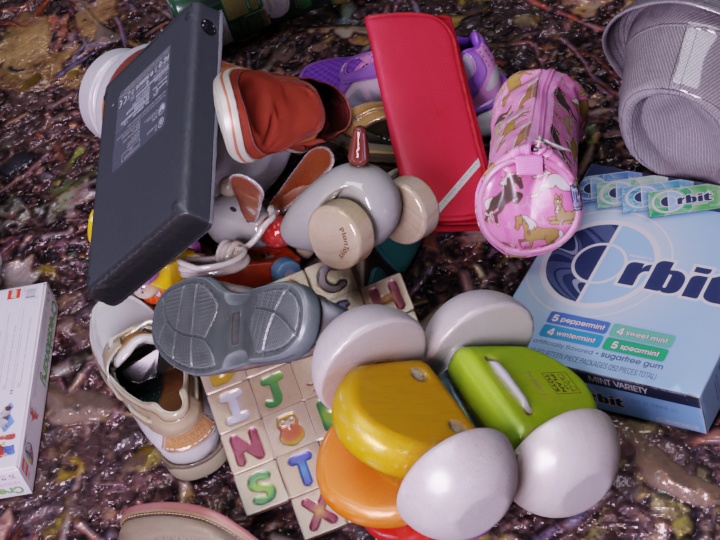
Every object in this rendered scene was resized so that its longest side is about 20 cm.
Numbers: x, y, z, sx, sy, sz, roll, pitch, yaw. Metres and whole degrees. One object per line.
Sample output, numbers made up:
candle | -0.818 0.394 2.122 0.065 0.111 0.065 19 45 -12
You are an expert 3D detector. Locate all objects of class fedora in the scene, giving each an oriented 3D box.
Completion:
fedora | 0.255 -0.119 1.426 0.176 0.200 0.091 16 70 19

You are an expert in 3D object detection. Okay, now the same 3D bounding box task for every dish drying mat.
dish drying mat | 0.057 -0.120 1.506 0.076 0.018 0.201 -2 61 -16

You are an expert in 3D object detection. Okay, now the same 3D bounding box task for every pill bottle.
pill bottle | -0.154 -0.130 1.616 0.112 0.113 0.200 -41 36 -21

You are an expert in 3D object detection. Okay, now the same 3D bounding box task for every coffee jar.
coffee jar | -0.085 -0.276 1.767 0.199 0.086 0.105 -20 43 -1

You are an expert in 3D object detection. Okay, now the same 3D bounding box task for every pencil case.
pencil case | 0.133 -0.087 1.458 0.086 0.083 0.200 -34 16 21

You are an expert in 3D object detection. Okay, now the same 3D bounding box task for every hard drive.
hard drive | -0.157 -0.089 1.461 0.139 0.033 0.201 -36 42 41

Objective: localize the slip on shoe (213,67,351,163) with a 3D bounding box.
slip on shoe | -0.061 -0.122 1.463 0.061 0.075 0.200 -14 -3 20

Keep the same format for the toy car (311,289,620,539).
toy car | 0.061 0.117 1.269 0.199 0.150 0.175 -8 43 -32

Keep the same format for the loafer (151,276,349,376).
loafer | -0.076 0.043 1.357 0.200 0.063 0.072 -1 80 53

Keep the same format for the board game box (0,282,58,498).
board game box | -0.311 0.099 1.507 0.126 0.035 0.201 -10 44 9

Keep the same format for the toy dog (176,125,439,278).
toy dog | -0.043 -0.059 1.423 0.199 0.097 0.132 -3 14 22

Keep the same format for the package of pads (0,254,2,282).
package of pads | -0.392 -0.044 1.560 0.154 0.201 0.068 -15 41 4

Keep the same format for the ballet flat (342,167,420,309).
ballet flat | 0.000 0.000 1.478 0.069 0.070 0.201 -1 46 19

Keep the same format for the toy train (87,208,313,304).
toy train | -0.136 -0.011 1.548 0.150 0.056 0.200 -10 25 -29

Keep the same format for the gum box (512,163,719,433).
gum box | 0.209 0.015 1.396 0.169 0.045 0.200 11 51 30

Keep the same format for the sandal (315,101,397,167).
sandal | 0.011 -0.116 1.571 0.199 0.080 0.054 18 98 38

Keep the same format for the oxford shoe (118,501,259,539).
oxford shoe | -0.093 0.213 1.290 0.199 0.071 0.075 13 57 32

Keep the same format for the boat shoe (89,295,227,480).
boat shoe | -0.158 0.071 1.455 0.075 0.069 0.200 -31 44 -12

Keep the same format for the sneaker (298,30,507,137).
sneaker | 0.035 -0.169 1.615 0.199 0.089 0.081 5 49 25

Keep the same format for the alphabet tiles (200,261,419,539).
alphabet tiles | -0.026 0.088 1.383 0.166 0.006 0.201 -22 63 2
